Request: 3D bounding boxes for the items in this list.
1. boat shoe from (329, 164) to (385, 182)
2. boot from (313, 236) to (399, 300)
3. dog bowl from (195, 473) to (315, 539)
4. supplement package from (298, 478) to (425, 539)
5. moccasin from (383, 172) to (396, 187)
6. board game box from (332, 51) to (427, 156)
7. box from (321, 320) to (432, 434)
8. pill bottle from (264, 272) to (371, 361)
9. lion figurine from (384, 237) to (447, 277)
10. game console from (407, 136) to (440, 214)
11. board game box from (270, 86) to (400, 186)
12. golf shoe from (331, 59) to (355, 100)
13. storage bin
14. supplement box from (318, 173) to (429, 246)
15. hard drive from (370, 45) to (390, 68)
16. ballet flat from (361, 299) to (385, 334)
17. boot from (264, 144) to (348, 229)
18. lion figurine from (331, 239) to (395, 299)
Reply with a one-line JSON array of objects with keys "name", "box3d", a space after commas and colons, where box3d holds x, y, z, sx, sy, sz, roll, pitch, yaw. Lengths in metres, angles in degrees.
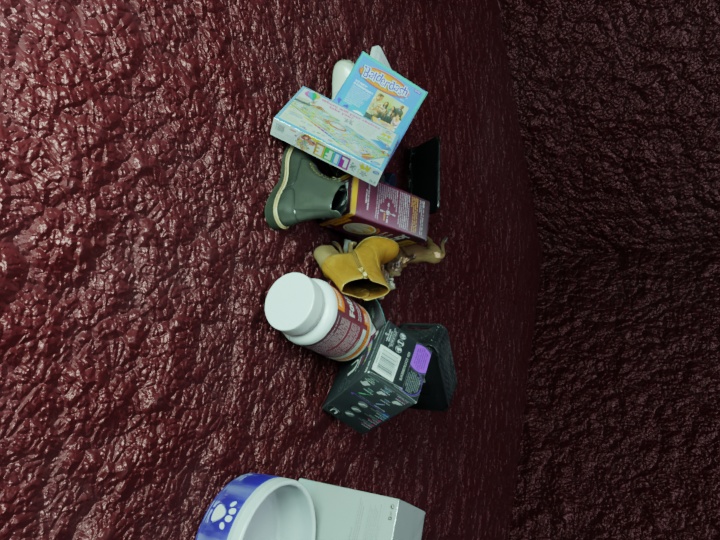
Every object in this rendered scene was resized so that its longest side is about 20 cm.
[{"name": "boat shoe", "box3d": [0.003, -0.195, 1.073, 0.201, 0.071, 0.061, 3, 64, -64]}, {"name": "boot", "box3d": [0.021, 0.000, 0.954, 0.199, 0.144, 0.071, -5, 124, -32]}, {"name": "dog bowl", "box3d": [-0.151, 0.409, 0.752, 0.200, 0.078, 0.203, 8, 81, -62]}, {"name": "supplement package", "box3d": [-0.016, 0.486, 0.877, 0.147, 0.198, 0.193, 51, 46, -49]}, {"name": "moccasin", "box3d": [0.073, -0.140, 1.218, 0.080, 0.067, 0.202, 36, 57, -56]}, {"name": "board game box", "box3d": [0.018, -0.295, 0.984, 0.201, 0.151, 0.045, -60, -176, -11]}, {"name": "box", "box3d": [0.028, 0.206, 0.961, 0.106, 0.200, 0.123, 34, 47, -7]}, {"name": "pill bottle", "box3d": [-0.070, 0.082, 0.887, 0.200, 0.113, 0.116, 38, 56, -56]}, {"name": "lion figurine", "box3d": [0.133, -0.039, 1.227, 0.123, 0.198, 0.073, -115, -167, -63]}, {"name": "game console", "box3d": [0.192, -0.237, 1.400, 0.175, 0.115, 0.203, 15, 76, -61]}, {"name": "board game box", "box3d": [-0.039, -0.237, 0.890, 0.034, 0.198, 0.135, -62, -178, 45]}, {"name": "golf shoe", "box3d": [-0.032, -0.321, 1.029, 0.097, 0.078, 0.203, -24, 108, -54]}, {"name": "storage bin", "box3d": [0.157, 0.243, 1.283, 0.094, 0.134, 0.202, -49, 131, -52]}, {"name": "supplement box", "box3d": [0.030, -0.114, 1.018, 0.198, 0.110, 0.087, 15, 74, -35]}, {"name": "hard drive", "box3d": [0.044, -0.414, 1.223, 0.132, 0.026, 0.202, 47, 49, -51]}, {"name": "ballet flat", "box3d": [0.024, 0.159, 1.117, 0.068, 0.067, 0.202, -29, 115, -46]}, {"name": "boot", "box3d": [-0.069, -0.158, 0.876, 0.078, 0.137, 0.202, 48, 47, -50]}, {"name": "lion figurine", "box3d": [0.000, 0.000, 1.089, 0.199, 0.072, 0.124, 4, 97, -48]}]
